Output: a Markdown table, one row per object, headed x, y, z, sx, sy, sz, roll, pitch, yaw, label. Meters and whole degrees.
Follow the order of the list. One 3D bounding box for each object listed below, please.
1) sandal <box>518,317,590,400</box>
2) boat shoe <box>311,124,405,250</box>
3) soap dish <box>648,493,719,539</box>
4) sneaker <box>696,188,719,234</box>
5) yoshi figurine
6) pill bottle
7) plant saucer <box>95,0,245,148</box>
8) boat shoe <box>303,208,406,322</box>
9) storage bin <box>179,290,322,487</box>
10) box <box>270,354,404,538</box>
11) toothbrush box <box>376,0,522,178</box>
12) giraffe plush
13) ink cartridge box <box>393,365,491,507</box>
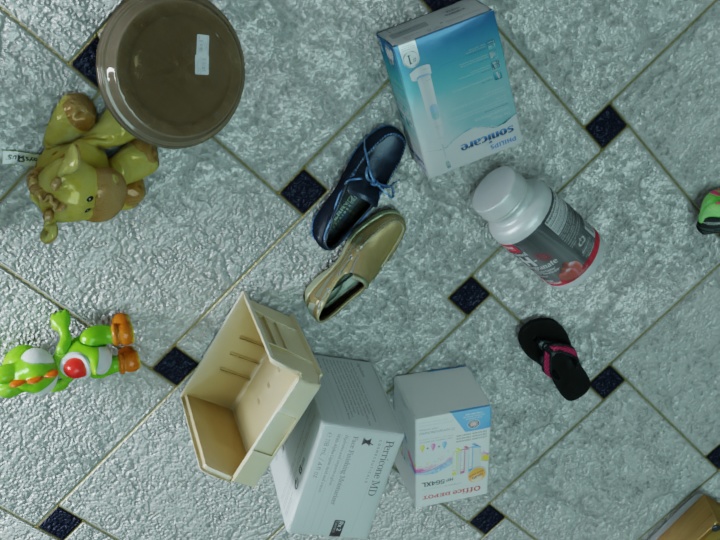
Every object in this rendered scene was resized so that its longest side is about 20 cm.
| x | y | z | sx | sy | sz | roll | pitch | yaw | label |
| --- | --- | --- | --- | --- | --- | --- | --- | --- | --- |
| 0.331 | 0.151 | 1.656 | 0.075 | 0.045 | 0.200 | -37 | 120 | 5 | sandal |
| 0.007 | -0.109 | 1.418 | 0.084 | 0.069 | 0.200 | 22 | 109 | -24 | boat shoe |
| 0.645 | 0.539 | 1.923 | 0.157 | 0.081 | 0.200 | 34 | 105 | -28 | soap dish |
| 0.628 | -0.081 | 1.614 | 0.199 | 0.077 | 0.084 | 8 | 131 | -16 | sneaker |
| -0.423 | 0.123 | 1.420 | 0.199 | 0.113 | 0.112 | -16 | 161 | -23 | yoshi figurine |
| 0.262 | -0.066 | 1.487 | 0.200 | 0.111 | 0.111 | 36 | 102 | -28 | pill bottle |
| -0.232 | -0.254 | 1.257 | 0.200 | 0.029 | 0.201 | -6 | 101 | -32 | plant saucer |
| 0.000 | 0.000 | 1.468 | 0.072 | 0.076 | 0.200 | 33 | 103 | -27 | boat shoe |
| -0.160 | 0.173 | 1.443 | 0.094 | 0.199 | 0.200 | 24 | 108 | -29 | storage bin |
| -0.043 | 0.264 | 1.520 | 0.130 | 0.200 | 0.199 | 9 | 113 | -19 | box |
| 0.124 | -0.249 | 1.369 | 0.146 | 0.085 | 0.200 | -23 | 120 | -4 | toothbrush box |
| -0.352 | -0.120 | 1.257 | 0.199 | 0.162 | 0.173 | -12 | 119 | -10 | giraffe plush |
| 0.131 | 0.278 | 1.619 | 0.128 | 0.125 | 0.201 | -8 | 118 | -12 | ink cartridge box |
